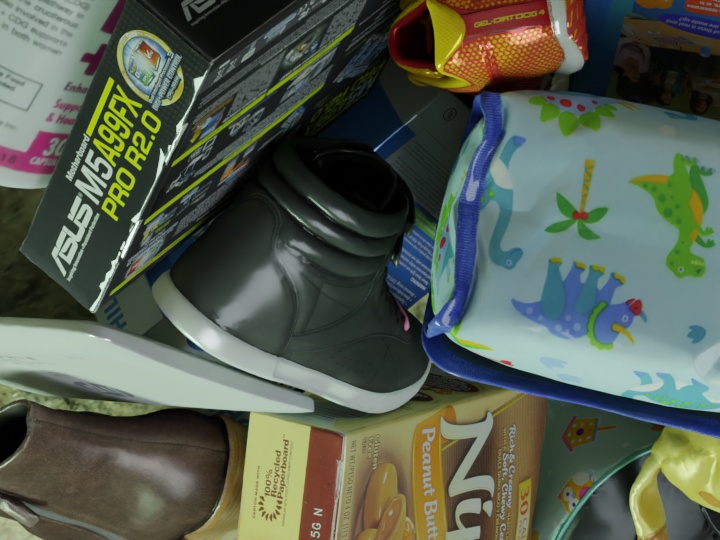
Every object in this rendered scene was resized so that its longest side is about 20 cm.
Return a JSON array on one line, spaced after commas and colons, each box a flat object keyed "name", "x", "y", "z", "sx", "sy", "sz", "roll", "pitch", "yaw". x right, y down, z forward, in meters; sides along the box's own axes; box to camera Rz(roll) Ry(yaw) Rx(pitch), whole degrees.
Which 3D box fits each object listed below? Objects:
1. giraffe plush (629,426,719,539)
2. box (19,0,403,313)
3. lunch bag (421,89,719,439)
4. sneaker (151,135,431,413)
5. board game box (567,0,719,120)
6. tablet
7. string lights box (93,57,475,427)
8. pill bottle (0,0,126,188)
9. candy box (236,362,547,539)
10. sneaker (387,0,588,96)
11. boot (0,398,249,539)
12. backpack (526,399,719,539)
[{"name": "giraffe plush", "x": 0.220, "y": 0.076, "z": 1.370, "sx": 0.199, "sy": 0.162, "sz": 0.173, "roll": 6, "pitch": 90, "yaw": -12}, {"name": "box", "x": -0.041, "y": -0.090, "z": 1.198, "sx": 0.200, "sy": 0.044, "sz": 0.160, "roll": -41, "pitch": 167, "yaw": -41}, {"name": "lunch bag", "x": 0.115, "y": -0.002, "z": 1.249, "sx": 0.169, "sy": 0.200, "sz": 0.128, "roll": 13, "pitch": 91, "yaw": -1}, {"name": "sneaker", "x": 0.000, "y": 0.000, "z": 1.283, "sx": 0.099, "sy": 0.071, "sz": 0.200, "roll": -49, "pitch": 152, "yaw": 14}, {"name": "board game box", "x": 0.167, "y": -0.102, "z": 1.249, "sx": 0.152, "sy": 0.045, "sz": 0.200, "roll": 13, "pitch": 143, "yaw": 6}, {"name": "tablet", "x": -0.128, "y": 0.041, "z": 1.303, "sx": 0.130, "sy": 0.200, "sz": 0.014, "roll": 21, "pitch": 77, "yaw": -40}, {"name": "string lights box", "x": -0.019, "y": -0.016, "z": 1.372, "sx": 0.200, "sy": 0.059, "sz": 0.103, "roll": -38, "pitch": 138, "yaw": 12}, {"name": "pill bottle", "x": -0.111, "y": -0.140, "z": 1.157, "sx": 0.113, "sy": 0.114, "sz": 0.200, "roll": 12, "pitch": 126, "yaw": -36}, {"name": "candy box", "x": 0.016, "y": 0.112, "z": 1.385, "sx": 0.200, "sy": 0.055, "sz": 0.116, "roll": -11, "pitch": 110, "yaw": -58}, {"name": "sneaker", "x": 0.048, "y": -0.106, "z": 1.248, "sx": 0.077, "sy": 0.073, "sz": 0.200, "roll": -7, "pitch": 178, "yaw": -1}, {"name": "boot", "x": -0.135, "y": 0.107, "z": 1.401, "sx": 0.166, "sy": 0.073, "sz": 0.200, "roll": 13, "pitch": 152, "yaw": -32}, {"name": "backpack", "x": 0.141, "y": 0.134, "z": 1.536, "sx": 0.175, "sy": 0.154, "sz": 0.200, "roll": 9, "pitch": 127, "yaw": -25}]
